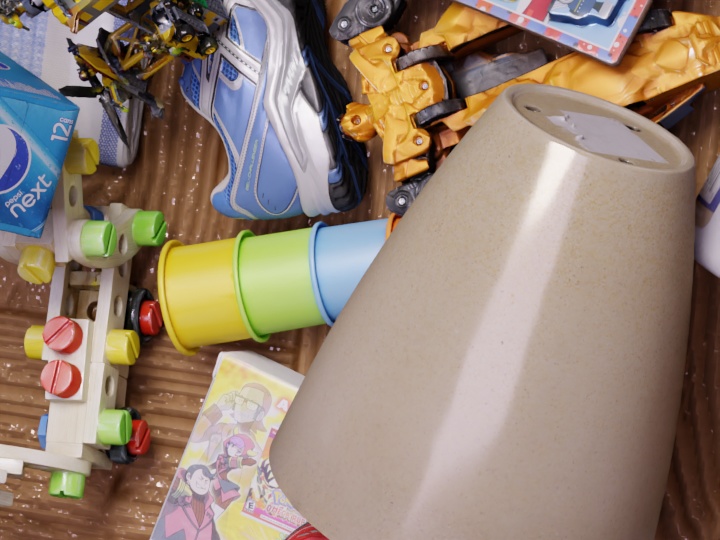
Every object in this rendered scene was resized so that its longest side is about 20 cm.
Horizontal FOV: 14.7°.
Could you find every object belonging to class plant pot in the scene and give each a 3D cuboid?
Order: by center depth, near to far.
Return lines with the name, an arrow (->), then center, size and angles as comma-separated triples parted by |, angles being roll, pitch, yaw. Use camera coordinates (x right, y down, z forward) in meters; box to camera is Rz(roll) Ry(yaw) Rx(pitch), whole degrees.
plant pot -> 0.077, 0.025, 1.279 | 0.186, 0.187, 0.201 | 26, 111, 16

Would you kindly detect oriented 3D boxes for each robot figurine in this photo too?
robot figurine -> 0.083, -0.103, 1.357 | 0.199, 0.058, 0.146 | -21, 76, 17

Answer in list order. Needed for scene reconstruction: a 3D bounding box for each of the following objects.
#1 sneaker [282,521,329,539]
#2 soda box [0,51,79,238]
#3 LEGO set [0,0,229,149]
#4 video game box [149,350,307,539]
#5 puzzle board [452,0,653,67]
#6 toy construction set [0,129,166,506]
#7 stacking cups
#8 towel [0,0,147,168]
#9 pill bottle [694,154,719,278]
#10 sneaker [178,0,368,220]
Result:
sneaker -> 0.047, 0.173, 1.319 | 0.199, 0.085, 0.078 | 17, 97, 15
soda box -> -0.209, -0.080, 1.373 | 0.200, 0.064, 0.068 | 34, 109, 58
LEGO set -> -0.160, -0.160, 1.360 | 0.116, 0.154, 0.201 | -34, 73, 18
video game box -> -0.012, 0.162, 1.404 | 0.199, 0.047, 0.183 | 25, 101, 15
puzzle board -> 0.100, -0.211, 1.337 | 0.150, 0.017, 0.201 | 24, 79, 21
toy construction set -> -0.154, 0.037, 1.398 | 0.092, 0.131, 0.201 | 17, 83, 21
stacking cups -> 0.000, 0.000, 1.388 | 0.199, 0.060, 0.061 | -9, 88, 18
towel -> -0.198, -0.137, 1.470 | 0.199, 0.024, 0.148 | 9, 96, 19
pill bottle -> 0.240, -0.073, 1.282 | 0.115, 0.116, 0.201 | 30, 100, 15
sneaker -> -0.059, -0.120, 1.398 | 0.077, 0.076, 0.201 | -15, 83, 18
